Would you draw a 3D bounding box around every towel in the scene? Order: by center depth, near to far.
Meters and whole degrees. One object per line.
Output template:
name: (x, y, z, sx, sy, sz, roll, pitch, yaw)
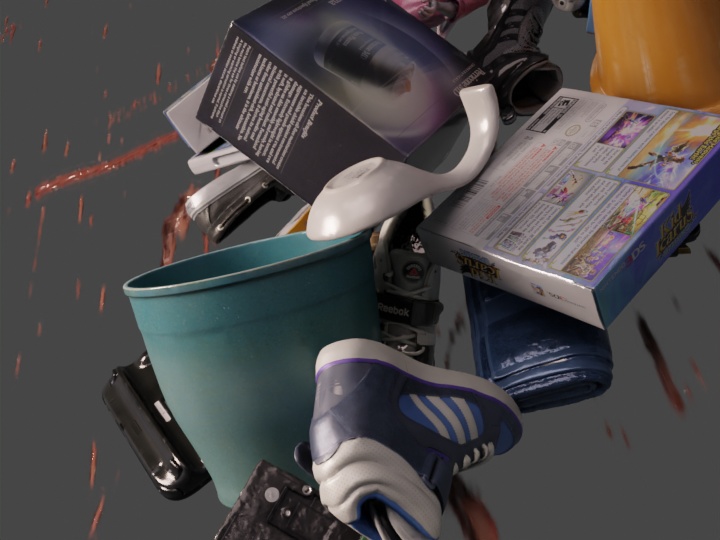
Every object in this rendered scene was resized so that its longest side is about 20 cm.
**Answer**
towel: (0.143, 0.026, 0.863, 0.111, 0.049, 0.201, -19, 43, 17)

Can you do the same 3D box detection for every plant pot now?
plant pot: (-0.068, 0.078, 0.821, 0.198, 0.190, 0.200, -13, 8, 2)
plant pot: (0.283, -0.223, 0.900, 0.198, 0.184, 0.202, -19, 43, 18)

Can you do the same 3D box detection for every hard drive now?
hard drive: (-0.017, 0.238, 0.696, 0.198, 0.038, 0.141, 26, 68, 10)

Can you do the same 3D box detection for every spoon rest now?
spoon rest: (0.040, -0.075, 0.818, 0.199, 0.061, 0.099, -38, 20, -26)

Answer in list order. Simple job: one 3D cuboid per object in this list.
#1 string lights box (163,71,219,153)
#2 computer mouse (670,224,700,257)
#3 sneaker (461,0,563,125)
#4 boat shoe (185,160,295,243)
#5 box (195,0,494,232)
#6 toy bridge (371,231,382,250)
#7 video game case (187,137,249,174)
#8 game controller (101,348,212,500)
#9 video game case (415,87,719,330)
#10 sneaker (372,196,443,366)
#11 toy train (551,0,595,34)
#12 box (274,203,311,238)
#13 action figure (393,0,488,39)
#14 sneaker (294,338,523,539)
string lights box: (-0.176, -0.195, 1.224, 0.102, 0.059, 0.200, -39, 15, -4)
computer mouse: (0.210, -0.080, 0.896, 0.108, 0.044, 0.201, -5, 40, -11)
sneaker: (0.173, -0.226, 1.068, 0.113, 0.076, 0.201, 23, 70, 42)
boat shoe: (-0.098, -0.099, 1.142, 0.199, 0.069, 0.057, -33, 84, -15)
box: (-0.010, -0.165, 0.977, 0.200, 0.198, 0.124, -46, -8, -47)
toy bridge: (0.000, 0.000, 0.970, 0.198, 0.067, 0.027, -26, 41, 11)
video game case: (-0.076, -0.179, 1.159, 0.181, 0.022, 0.200, -7, 30, 46)
game controller: (-0.178, 0.136, 0.992, 0.104, 0.042, 0.200, -30, 39, -17)
video game case: (0.173, -0.058, 0.809, 0.200, 0.046, 0.180, -43, 38, -21)
sneaker: (0.033, 0.023, 0.875, 0.073, 0.089, 0.202, 4, 70, 1)
toy train: (0.254, -0.325, 1.073, 0.113, 0.087, 0.201, 9, 48, 15)
box: (-0.083, -0.004, 1.009, 0.200, 0.041, 0.119, -46, 7, -14)
action figure: (0.098, -0.295, 1.107, 0.199, 0.148, 0.136, -7, 67, 50)
sneaker: (0.046, 0.144, 0.725, 0.080, 0.199, 0.148, -33, 45, 35)
